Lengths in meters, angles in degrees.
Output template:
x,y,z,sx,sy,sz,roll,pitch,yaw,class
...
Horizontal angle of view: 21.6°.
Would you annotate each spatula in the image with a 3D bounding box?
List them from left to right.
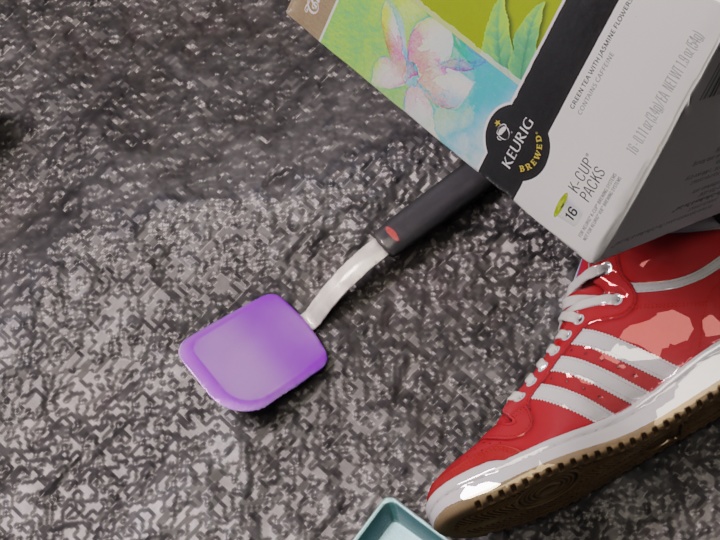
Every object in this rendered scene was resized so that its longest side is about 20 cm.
x,y,z,sx,sy,sz,roll,pitch,yaw,class
0.000,0.000,0.961,0.200,0.021,0.057,-39,64,-5,spatula

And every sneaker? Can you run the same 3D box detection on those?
x,y,z,sx,sy,sz,roll,pitch,yaw,class
0.102,0.040,0.895,0.200,0.071,0.113,-27,69,-8,sneaker

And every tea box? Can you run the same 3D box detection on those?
x,y,z,sx,sy,sz,roll,pitch,yaw,class
0.113,-0.129,0.867,0.197,0.200,0.134,40,123,23,tea box

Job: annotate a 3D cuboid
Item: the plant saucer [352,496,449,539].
x,y,z,sx,sy,sz,roll,pitch,yaw,class
-0.020,0.205,0.885,0.070,0.019,0.200,34,80,22,plant saucer
